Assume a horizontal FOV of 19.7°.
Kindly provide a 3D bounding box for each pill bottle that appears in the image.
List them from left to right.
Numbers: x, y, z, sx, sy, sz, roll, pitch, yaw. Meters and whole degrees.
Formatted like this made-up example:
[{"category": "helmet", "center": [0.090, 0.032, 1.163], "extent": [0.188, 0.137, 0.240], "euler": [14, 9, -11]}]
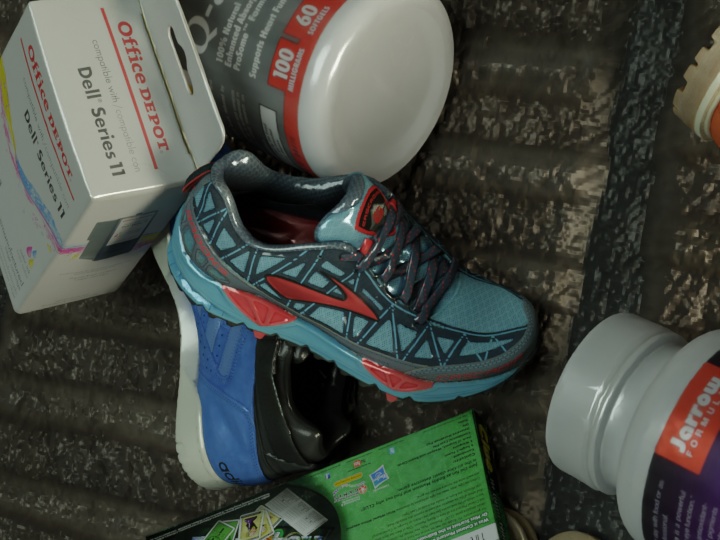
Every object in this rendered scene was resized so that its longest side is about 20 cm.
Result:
[{"category": "pill bottle", "center": [-0.057, -0.130, 1.133], "extent": [0.199, 0.115, 0.117], "euler": [26, 99, 35]}, {"category": "pill bottle", "center": [0.186, 0.093, 0.933], "extent": [0.199, 0.111, 0.112], "euler": [26, 99, 35]}]

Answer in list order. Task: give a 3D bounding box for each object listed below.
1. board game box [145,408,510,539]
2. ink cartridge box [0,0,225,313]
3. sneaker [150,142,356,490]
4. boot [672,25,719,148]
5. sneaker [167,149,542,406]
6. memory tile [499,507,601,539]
[{"category": "board game box", "center": [-0.018, 0.153, 1.077], "extent": [0.199, 0.023, 0.105], "euler": [-22, 50, 16]}, {"category": "ink cartridge box", "center": [-0.148, -0.071, 1.109], "extent": [0.200, 0.067, 0.118], "euler": [-45, 61, 57]}, {"category": "sneaker", "center": [-0.051, 0.014, 1.133], "extent": [0.110, 0.076, 0.202], "euler": [-10, 79, 37]}, {"category": "boot", "center": [0.241, -0.118, 0.951], "extent": [0.107, 0.075, 0.201], "euler": [46, 118, 27]}, {"category": "sneaker", "center": [0.000, 0.000, 1.044], "extent": [0.198, 0.080, 0.096], "euler": [17, 138, 0]}, {"category": "memory tile", "center": [0.114, 0.212, 1.027], "extent": [0.199, 0.017, 0.155], "euler": [17, 94, 36]}]
